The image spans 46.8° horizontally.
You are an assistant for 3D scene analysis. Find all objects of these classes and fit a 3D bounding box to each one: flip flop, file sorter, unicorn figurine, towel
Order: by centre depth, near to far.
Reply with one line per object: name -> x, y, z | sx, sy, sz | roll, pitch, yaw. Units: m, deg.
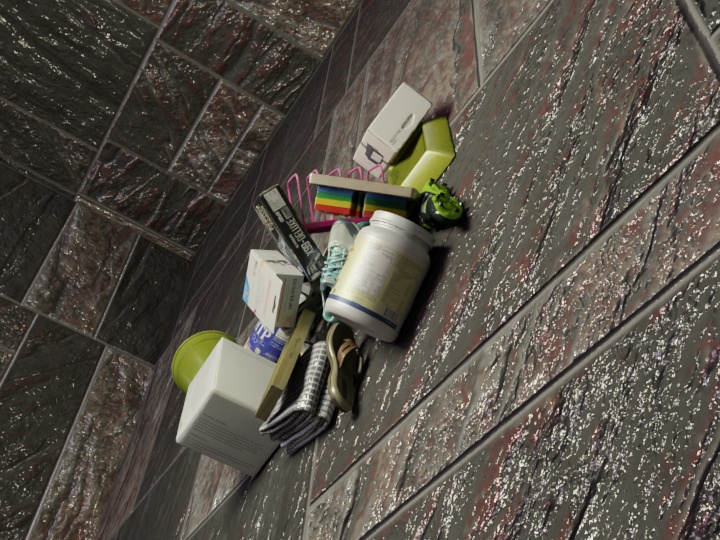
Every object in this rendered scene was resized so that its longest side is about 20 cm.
flip flop -> -0.023, 0.173, 1.543 | 0.057, 0.081, 0.201 | -33, 31, 24
towel -> -0.114, 0.250, 1.657 | 0.200, 0.085, 0.167 | -43, 25, 47
unicorn figurine -> -0.084, 0.143, 1.773 | 0.200, 0.073, 0.138 | 116, 172, -59
file sorter -> -0.051, -0.154, 1.799 | 0.139, 0.198, 0.127 | 167, 95, -76

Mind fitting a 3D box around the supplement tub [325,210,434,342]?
supplement tub -> 0.038, 0.010, 1.485 | 0.202, 0.144, 0.145 | -65, 18, -8

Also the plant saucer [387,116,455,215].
plant saucer -> 0.115, -0.222, 1.766 | 0.200, 0.048, 0.201 | -53, 20, 28

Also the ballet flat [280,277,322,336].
ballet flat -> -0.100, 0.057, 1.765 | 0.200, 0.072, 0.072 | -40, 21, 6

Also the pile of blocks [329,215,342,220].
pile of blocks -> -0.058, -0.088, 2.030 | 0.083, 0.062, 0.200 | -60, 17, 5

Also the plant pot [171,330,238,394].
plant pot -> -0.386, 0.291, 2.221 | 0.202, 0.199, 0.193 | -60, 30, 6

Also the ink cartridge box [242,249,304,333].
ink cartridge box -> -0.175, 0.043, 1.712 | 0.200, 0.067, 0.116 | 39, 121, 58

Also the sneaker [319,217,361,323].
sneaker -> -0.035, 0.005, 1.552 | 0.086, 0.077, 0.202 | -19, -68, -57

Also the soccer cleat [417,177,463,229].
soccer cleat -> 0.141, -0.107, 1.519 | 0.200, 0.067, 0.082 | -97, 28, -70

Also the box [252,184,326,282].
box -> -0.145, -0.072, 1.706 | 0.050, 0.201, 0.158 | -33, 5, -12

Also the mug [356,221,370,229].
mug -> 0.006, -0.009, 1.651 | 0.152, 0.114, 0.186 | -48, 22, 37

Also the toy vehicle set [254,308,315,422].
toy vehicle set -> -0.149, 0.186, 1.652 | 0.125, 0.026, 0.201 | 120, 173, -47

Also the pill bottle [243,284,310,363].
pill bottle -> -0.177, 0.131, 1.949 | 0.201, 0.119, 0.120 | -58, 18, 12

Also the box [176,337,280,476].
box -> -0.270, 0.298, 1.832 | 0.172, 0.198, 0.201 | -53, 20, 24

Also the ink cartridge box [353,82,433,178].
ink cartridge box -> 0.069, -0.309, 1.854 | 0.145, 0.084, 0.200 | -54, 2, -14

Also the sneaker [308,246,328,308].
sneaker -> -0.058, 0.001, 1.878 | 0.201, 0.078, 0.079 | -56, 20, -19

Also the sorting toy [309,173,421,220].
sorting toy -> 0.013, -0.132, 1.612 | 0.200, 0.196, 0.070 | -5, -76, -80
